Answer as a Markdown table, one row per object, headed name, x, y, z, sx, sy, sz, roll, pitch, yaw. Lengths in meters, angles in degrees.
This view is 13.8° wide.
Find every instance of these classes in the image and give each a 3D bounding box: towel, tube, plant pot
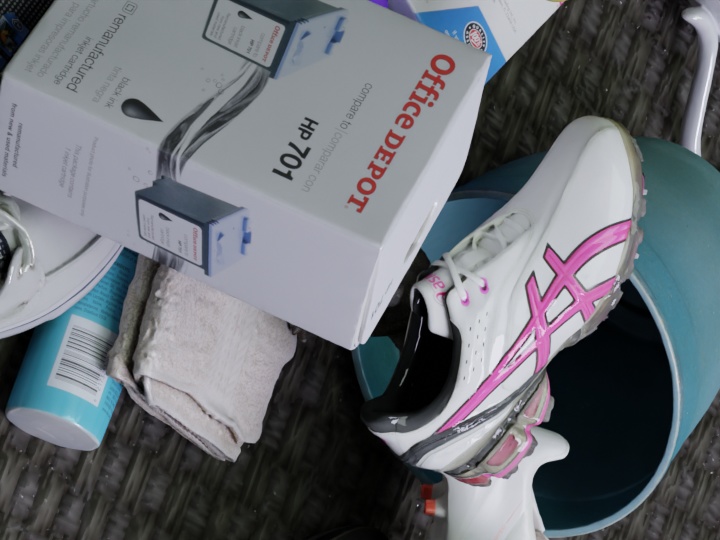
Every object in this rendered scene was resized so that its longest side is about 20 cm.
| name | x | y | z | sx | sy | sz | roll | pitch | yaw |
| --- | --- | --- | --- | --- | --- | --- | --- | --- | --- |
| towel | -0.068 | -0.011 | 1.539 | 0.133 | 0.034 | 0.201 | 41 | 59 | -58 |
| tube | -0.124 | -0.009 | 1.516 | 0.077 | 0.050 | 0.201 | 39 | 62 | -43 |
| plant pot | 0.125 | 0.017 | 1.655 | 0.188 | 0.199 | 0.201 | -37 | 116 | -52 |

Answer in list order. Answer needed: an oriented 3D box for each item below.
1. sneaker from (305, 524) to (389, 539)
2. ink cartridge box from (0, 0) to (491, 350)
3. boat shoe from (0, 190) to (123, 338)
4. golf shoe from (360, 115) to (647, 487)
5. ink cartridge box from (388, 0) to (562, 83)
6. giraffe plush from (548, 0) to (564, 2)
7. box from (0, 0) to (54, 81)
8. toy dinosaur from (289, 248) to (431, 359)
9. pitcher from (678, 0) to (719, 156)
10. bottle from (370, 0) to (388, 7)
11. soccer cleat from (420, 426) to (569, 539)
| name | x | y | z | sx | sy | sz | roll | pitch | yaw |
| --- | --- | --- | --- | --- | --- | --- | --- | --- | --- |
| sneaker | 0.000 | 0.185 | 1.558 | 0.075 | 0.106 | 0.200 | 59 | 31 | -10 |
| ink cartridge box | -0.057 | -0.072 | 1.428 | 0.086 | 0.199 | 0.147 | 104 | 12 | -50 |
| boat shoe | -0.187 | -0.004 | 1.425 | 0.199 | 0.066 | 0.072 | -22 | 84 | -31 |
| golf shoe | 0.074 | 0.011 | 1.482 | 0.092 | 0.073 | 0.201 | 22 | 96 | -40 |
| ink cartridge box | 0.069 | -0.197 | 1.665 | 0.200 | 0.067 | 0.116 | -46 | 119 | -31 |
| giraffe plush | 0.077 | -0.229 | 1.540 | 0.172 | 0.200 | 0.163 | 15 | 91 | -6 |
| box | -0.216 | -0.152 | 1.424 | 0.160 | 0.044 | 0.200 | 51 | 60 | -32 |
| toy dinosaur | 0.000 | 0.000 | 1.525 | 0.200 | 0.102 | 0.077 | 50 | 50 | -54 |
| pitcher | 0.244 | -0.156 | 1.805 | 0.171 | 0.121 | 0.200 | -40 | 129 | -17 |
| bottle | -0.030 | -0.151 | 1.566 | 0.200 | 0.083 | 0.065 | 57 | 36 | -32 |
| soccer cleat | 0.065 | 0.172 | 1.596 | 0.077 | 0.069 | 0.201 | 6 | 112 | -4 |
